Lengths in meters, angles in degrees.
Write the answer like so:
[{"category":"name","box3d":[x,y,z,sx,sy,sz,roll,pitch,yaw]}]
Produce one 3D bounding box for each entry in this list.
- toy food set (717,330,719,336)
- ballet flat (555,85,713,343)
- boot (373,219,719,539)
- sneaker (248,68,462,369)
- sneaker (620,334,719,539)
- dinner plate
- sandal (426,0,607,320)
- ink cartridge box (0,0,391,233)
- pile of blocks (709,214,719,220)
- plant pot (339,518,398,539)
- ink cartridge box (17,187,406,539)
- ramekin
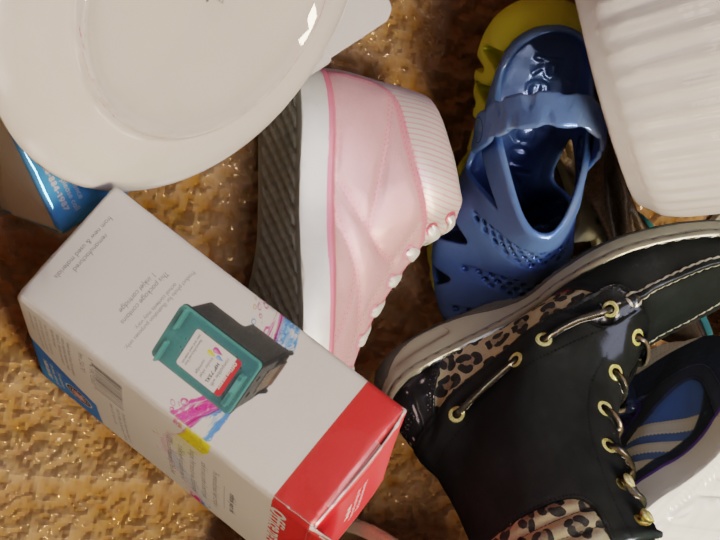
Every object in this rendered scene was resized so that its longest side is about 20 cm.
[{"category":"toy food set","box3d":[0.301,0.078,1.102,0.200,0.049,0.199,-28,125,-25]},{"category":"ballet flat","box3d":[0.129,-0.025,0.979,0.072,0.068,0.200,-30,115,-5]},{"category":"boot","box3d":[0.123,0.072,0.857,0.203,0.154,0.074,-23,142,-2]},{"category":"sneaker","box3d":[0.000,0.000,0.879,0.104,0.075,0.201,3,92,-30]},{"category":"sneaker","box3d":[0.151,0.117,0.939,0.200,0.146,0.081,-48,109,-15]},{"category":"dinner plate","box3d":[-0.066,-0.119,0.724,0.200,0.024,0.201,-30,136,-33]},{"category":"sandal","box3d":[0.082,-0.034,0.901,0.079,0.087,0.201,1,116,-8]},{"category":"ink cartridge box","box3d":[-0.093,-0.120,0.798,0.200,0.068,0.115,-35,118,-25]},{"category":"pile of blocks","box3d":[0.246,-0.054,1.050,0.082,0.062,0.200,-48,121,-18]},{"category":"plant pot","box3d":[0.036,0.230,0.891,0.183,0.200,0.201,14,90,-47]},{"category":"ink cartridge box","box3d":[-0.050,0.065,0.771,0.200,0.116,0.067,37,71,9]},{"category":"ramekin","box3d":[0.171,-0.121,0.875,0.105,0.200,0.201,-13,112,14]}]
